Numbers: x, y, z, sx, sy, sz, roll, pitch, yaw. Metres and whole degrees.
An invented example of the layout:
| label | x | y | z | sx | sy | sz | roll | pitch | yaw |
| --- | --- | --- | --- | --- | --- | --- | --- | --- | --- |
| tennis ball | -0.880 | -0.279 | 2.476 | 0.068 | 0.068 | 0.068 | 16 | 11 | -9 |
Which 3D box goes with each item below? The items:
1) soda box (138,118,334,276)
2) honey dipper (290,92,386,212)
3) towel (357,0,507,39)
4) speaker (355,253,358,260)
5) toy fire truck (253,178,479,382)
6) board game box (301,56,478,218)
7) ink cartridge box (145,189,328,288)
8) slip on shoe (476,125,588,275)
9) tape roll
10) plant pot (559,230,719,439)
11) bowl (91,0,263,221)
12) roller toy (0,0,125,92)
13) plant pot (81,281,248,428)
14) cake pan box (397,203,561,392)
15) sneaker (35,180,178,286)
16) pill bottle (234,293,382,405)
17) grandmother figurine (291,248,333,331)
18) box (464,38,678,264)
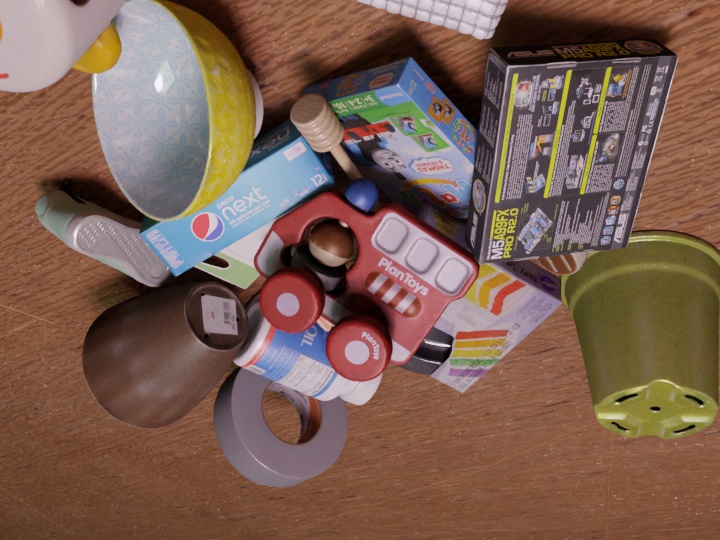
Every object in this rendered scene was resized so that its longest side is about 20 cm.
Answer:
| label | x | y | z | sx | sy | sz | roll | pitch | yaw |
| --- | --- | --- | --- | --- | --- | --- | --- | --- | --- |
| soda box | -0.128 | -0.078 | 0.808 | 0.199 | 0.068 | 0.064 | -28 | 121 | 11 |
| honey dipper | -0.013 | -0.104 | 0.793 | 0.038 | 0.038 | 0.200 | -7 | 151 | 20 |
| towel | 0.039 | -0.283 | 0.568 | 0.199 | 0.086 | 0.166 | 14 | 142 | -5 |
| speaker | 0.089 | 0.028 | 0.970 | 0.199 | 0.089 | 0.089 | 8 | 144 | 1 |
| toy fire truck | 0.000 | 0.000 | 0.791 | 0.200 | 0.112 | 0.168 | 35 | 110 | 4 |
| board game box | 0.053 | -0.121 | 0.777 | 0.200 | 0.037 | 0.151 | 38 | 157 | -34 |
| ink cartridge box | -0.149 | -0.067 | 0.921 | 0.145 | 0.048 | 0.200 | 26 | 140 | -22 |
| slip on shoe | 0.188 | -0.087 | 0.820 | 0.076 | 0.061 | 0.200 | -6 | 128 | 54 |
| tape roll | -0.118 | 0.220 | 1.172 | 0.200 | 0.201 | 0.066 | 27 | 141 | -23 |
| plant pot | 0.337 | 0.087 | 0.911 | 0.199 | 0.185 | 0.201 | 6 | 143 | 5 |
| bowl | -0.157 | -0.154 | 0.739 | 0.107 | 0.201 | 0.200 | -17 | 165 | -43 |
| roller toy | -0.285 | -0.252 | 0.625 | 0.199 | 0.140 | 0.183 | 29 | 144 | -8 |
| plant pot | -0.241 | 0.094 | 1.037 | 0.187 | 0.188 | 0.200 | 32 | 138 | -28 |
| cake pan box | 0.096 | 0.040 | 0.890 | 0.184 | 0.052 | 0.200 | 30 | 129 | -14 |
| sneaker | -0.313 | -0.048 | 0.984 | 0.118 | 0.074 | 0.200 | 30 | 178 | 32 |
| pill bottle | -0.071 | 0.116 | 1.098 | 0.199 | 0.113 | 0.112 | 27 | 140 | -24 |
| grandmother figurine | -0.059 | 0.026 | 0.958 | 0.121 | 0.061 | 0.200 | 42 | 179 | 30 |
| box | 0.187 | -0.106 | 0.715 | 0.159 | 0.044 | 0.201 | -7 | 126 | -11 |
